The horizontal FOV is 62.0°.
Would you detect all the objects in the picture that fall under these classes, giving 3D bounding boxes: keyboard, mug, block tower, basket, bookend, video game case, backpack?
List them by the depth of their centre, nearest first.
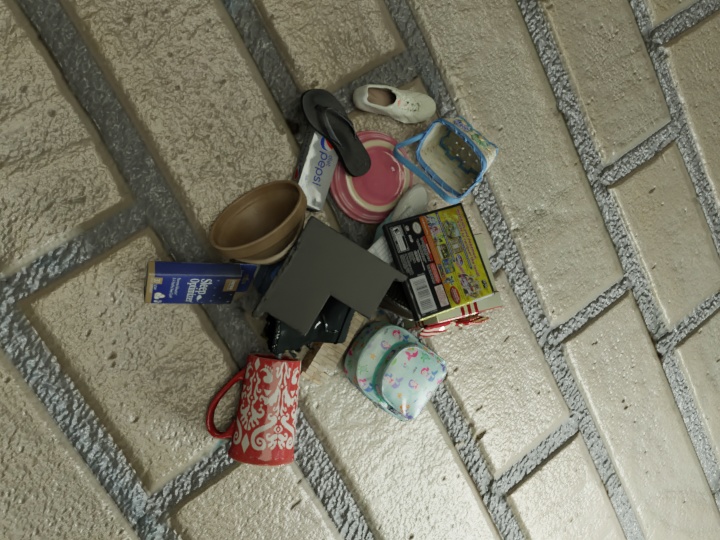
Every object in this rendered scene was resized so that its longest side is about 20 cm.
[{"bbox_3d":[-0.056,0.041,1.062,0.199,0.092,0.199,31,87,-6],"label":"bookend"},{"bbox_3d":[-0.203,0.269,1.190,0.177,0.133,0.201,9,87,-24],"label":"mug"},{"bbox_3d":[0.156,-0.019,1.195,0.180,0.025,0.201,-17,83,-20],"label":"video game case"},{"bbox_3d":[0.057,-0.049,1.208,0.200,0.011,0.056,-46,123,-28],"label":"keyboard"},{"bbox_3d":[0.184,-0.238,1.279,0.176,0.139,0.200,43,55,11],"label":"basket"},{"bbox_3d":[-0.057,0.146,1.280,0.058,0.054,0.201,33,82,-22],"label":"block tower"},{"bbox_3d":[0.073,0.213,1.294,0.200,0.150,0.178,40,80,-15],"label":"backpack"}]

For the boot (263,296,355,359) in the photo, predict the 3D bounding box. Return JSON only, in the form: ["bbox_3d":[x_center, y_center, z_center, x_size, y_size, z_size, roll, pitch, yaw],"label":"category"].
[{"bbox_3d":[-0.095,0.076,1.146,0.162,0.073,0.199,-4,125,-28],"label":"boot"}]

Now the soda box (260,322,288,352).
[{"bbox_3d":[-0.125,0.067,1.241,0.068,0.064,0.201,32,82,-21],"label":"soda box"}]

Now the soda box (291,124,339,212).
[{"bbox_3d":[-0.089,-0.224,1.234,0.068,0.063,0.201,17,87,-23],"label":"soda box"}]

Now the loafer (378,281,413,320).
[{"bbox_3d":[0.039,0.047,1.225,0.199,0.072,0.073,29,45,8],"label":"loafer"}]

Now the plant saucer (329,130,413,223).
[{"bbox_3d":[0.029,-0.202,1.292,0.199,0.051,0.202,-1,94,-22],"label":"plant saucer"}]

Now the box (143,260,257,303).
[{"bbox_3d":[-0.302,0.025,1.137,0.199,0.121,0.033,0,62,-23],"label":"box"}]

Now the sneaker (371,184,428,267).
[{"bbox_3d":[0.072,-0.100,1.277,0.074,0.082,0.201,42,69,-38],"label":"sneaker"}]

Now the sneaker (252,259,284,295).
[{"bbox_3d":[-0.133,-0.027,1.184,0.200,0.147,0.080,-47,145,11],"label":"sneaker"}]

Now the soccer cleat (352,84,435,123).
[{"bbox_3d":[0.081,-0.359,1.287,0.199,0.077,0.070,2,93,-23],"label":"soccer cleat"}]

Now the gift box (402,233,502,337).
[{"bbox_3d":[0.184,0.039,1.308,0.183,0.200,0.188,-12,83,-17],"label":"gift box"}]

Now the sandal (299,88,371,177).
[{"bbox_3d":[-0.040,-0.279,1.192,0.076,0.043,0.200,-45,110,-15],"label":"sandal"}]

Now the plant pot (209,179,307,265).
[{"bbox_3d":[-0.180,-0.076,1.147,0.201,0.201,0.093,-40,126,-15],"label":"plant pot"}]
